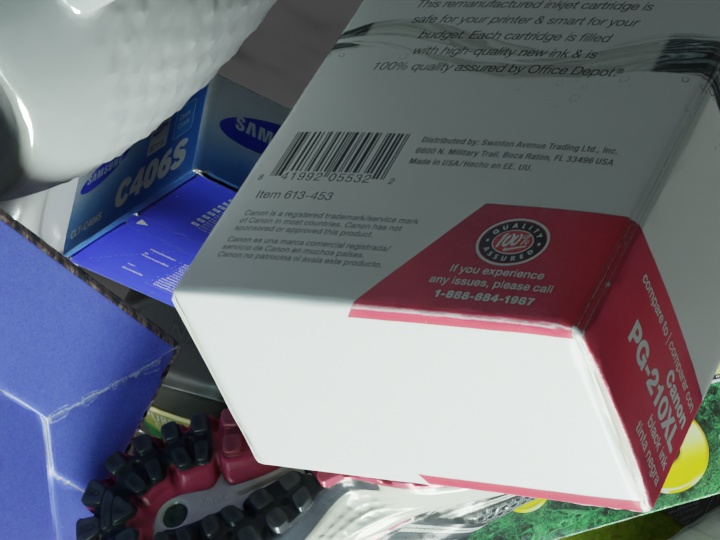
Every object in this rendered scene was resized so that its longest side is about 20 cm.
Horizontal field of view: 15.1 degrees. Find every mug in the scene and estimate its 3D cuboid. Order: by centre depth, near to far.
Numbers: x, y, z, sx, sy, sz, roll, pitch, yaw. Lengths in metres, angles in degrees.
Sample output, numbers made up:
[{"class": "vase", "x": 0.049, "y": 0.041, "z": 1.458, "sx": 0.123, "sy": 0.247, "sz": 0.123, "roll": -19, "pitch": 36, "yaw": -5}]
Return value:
[{"class": "mug", "x": -0.087, "y": -0.118, "z": 0.890, "sx": 0.200, "sy": 0.175, "sz": 0.148, "roll": -20, "pitch": 119, "yaw": 46}]

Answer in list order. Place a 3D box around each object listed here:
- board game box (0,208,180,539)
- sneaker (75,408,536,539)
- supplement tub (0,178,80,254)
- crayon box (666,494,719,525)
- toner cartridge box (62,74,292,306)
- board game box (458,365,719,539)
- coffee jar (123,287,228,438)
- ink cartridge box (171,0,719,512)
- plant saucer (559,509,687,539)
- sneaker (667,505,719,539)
[{"class": "board game box", "x": -0.192, "y": 0.010, "z": 0.911, "sx": 0.200, "sy": 0.097, "sz": 0.159, "roll": 19, "pitch": 167, "yaw": 33}, {"class": "sneaker", "x": 0.006, "y": 0.067, "z": 0.917, "sx": 0.200, "sy": 0.081, "sz": 0.075, "roll": -20, "pitch": 143, "yaw": 6}, {"class": "supplement tub", "x": -0.188, "y": -0.082, "z": 1.048, "sx": 0.200, "sy": 0.123, "sz": 0.123, "roll": 24, "pitch": 142, "yaw": 10}, {"class": "crayon box", "x": 0.192, "y": 0.170, "z": 1.107, "sx": 0.200, "sy": 0.051, "sz": 0.127, "roll": 45, "pitch": 141, "yaw": -13}, {"class": "toner cartridge box", "x": 0.000, "y": 0.000, "z": 1.008, "sx": 0.200, "sy": 0.043, "sz": 0.095, "roll": 25, "pitch": 147, "yaw": -28}, {"class": "board game box", "x": 0.072, "y": 0.038, "z": 0.939, "sx": 0.200, "sy": 0.023, "sz": 0.105, "roll": -19, "pitch": 94, "yaw": 19}, {"class": "coffee jar", "x": -0.036, "y": 0.077, "z": 1.141, "sx": 0.104, "sy": 0.085, "sz": 0.200, "roll": 14, "pitch": 139, "yaw": 23}, {"class": "ink cartridge box", "x": 0.055, "y": -0.030, "z": 0.867, "sx": 0.145, "sy": 0.200, "sz": 0.084, "roll": 5, "pitch": 137, "yaw": 32}, {"class": "plant saucer", "x": 0.082, "y": 0.161, "z": 1.067, "sx": 0.200, "sy": 0.048, "sz": 0.200, "roll": 36, "pitch": 144, "yaw": -21}, {"class": "sneaker", "x": 0.155, "y": 0.106, "z": 0.968, "sx": 0.200, "sy": 0.100, "sz": 0.075, "roll": -21, "pitch": 120, "yaw": 9}]
